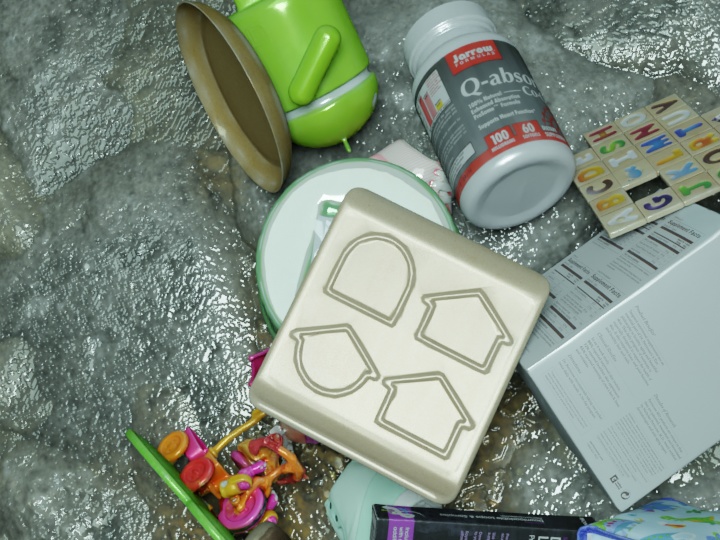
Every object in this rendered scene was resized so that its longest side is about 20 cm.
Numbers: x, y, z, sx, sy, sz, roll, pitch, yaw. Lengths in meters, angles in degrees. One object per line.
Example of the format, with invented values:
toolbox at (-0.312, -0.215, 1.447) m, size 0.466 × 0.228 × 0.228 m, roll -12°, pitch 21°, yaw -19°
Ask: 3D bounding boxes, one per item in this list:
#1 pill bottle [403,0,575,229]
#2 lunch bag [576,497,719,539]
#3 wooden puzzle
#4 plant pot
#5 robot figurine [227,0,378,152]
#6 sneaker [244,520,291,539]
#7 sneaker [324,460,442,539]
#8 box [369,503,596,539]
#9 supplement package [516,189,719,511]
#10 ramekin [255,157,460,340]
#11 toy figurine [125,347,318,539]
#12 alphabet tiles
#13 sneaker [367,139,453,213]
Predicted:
pill bottle at (0.115, -0.151, 1.047) m, size 0.114 × 0.116 × 0.202 m, roll -24°, pitch 60°, yaw 5°
lunch bag at (0.246, 0.296, 0.880) m, size 0.126 × 0.169 × 0.204 m, roll -1°, pitch 89°, yaw 38°
wooden puzzle at (0.032, 0.058, 0.885) m, size 0.183 × 0.046 × 0.202 m, roll 26°, pitch 77°, yaw 8°
plant pot at (-0.119, -0.172, 1.077) m, size 0.027 × 0.201 × 0.201 m, roll -29°, pitch 71°, yaw -17°
robot figurine at (-0.056, -0.210, 1.078) m, size 0.114 × 0.176 × 0.202 m, roll -25°, pitch 106°, yaw 5°
sneaker at (-0.048, 0.299, 0.940) m, size 0.074 × 0.203 × 0.070 m, roll 9°, pitch 36°, yaw 30°
sneaker at (0.005, 0.271, 1.015) m, size 0.118 × 0.073 × 0.204 m, roll 30°, pitch 106°, yaw 52°
box at (0.101, 0.277, 0.942) m, size 0.196 × 0.036 × 0.146 m, roll 4°, pitch 101°, yaw -8°
supplement package at (0.238, 0.061, 0.936) m, size 0.199 × 0.151 × 0.153 m, roll -36°, pitch 105°, yaw 2°
ramekin at (0.000, 0.000, 0.969) m, size 0.196 × 0.098 × 0.204 m, roll -1°, pitch 78°, yaw 4°
toy figurine at (-0.090, 0.152, 1.012) m, size 0.184 × 0.151 × 0.199 m, roll -43°, pitch 34°, yaw -12°
alphabet tiles at (0.273, -0.107, 0.996) m, size 0.165 × 0.201 × 0.008 m, roll -24°, pitch 117°, yaw 7°
sneaker at (0.066, -0.042, 1.062) m, size 0.104 × 0.075 × 0.201 m, roll -38°, pitch 68°, yaw 6°
